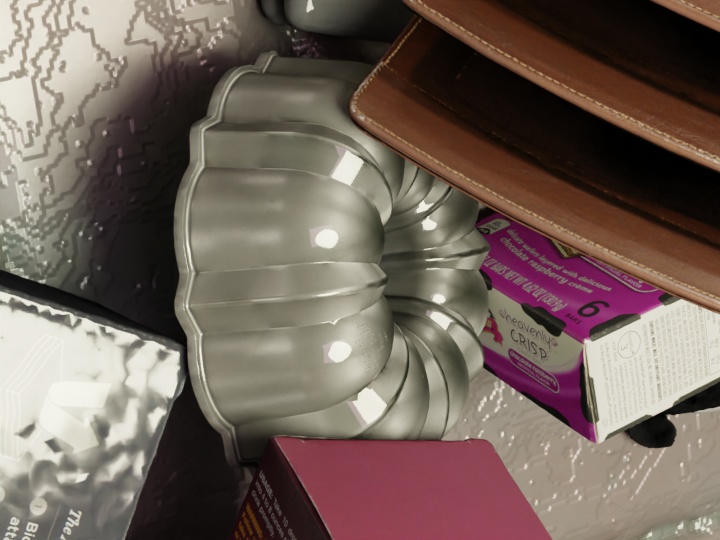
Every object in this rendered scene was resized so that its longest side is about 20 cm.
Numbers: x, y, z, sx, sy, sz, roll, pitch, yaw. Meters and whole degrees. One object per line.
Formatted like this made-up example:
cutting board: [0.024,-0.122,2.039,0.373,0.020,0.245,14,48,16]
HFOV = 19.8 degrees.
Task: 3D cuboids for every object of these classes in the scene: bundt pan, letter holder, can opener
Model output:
bundt pan: [0.000,0.000,0.913,0.202,0.075,0.203,-4,90,-65]
letter holder: [0.112,-0.085,0.848,0.142,0.199,0.101,-55,169,-46]
can opener: [0.047,-0.109,0.989,0.199,0.053,0.067,10,96,-30]

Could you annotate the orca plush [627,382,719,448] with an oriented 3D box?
orca plush: [0.198,0.057,1.093,0.199,0.071,0.106,27,87,-30]

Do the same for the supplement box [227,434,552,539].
supplement box: [-0.009,0.173,0.873,0.110,0.086,0.201,5,123,-30]

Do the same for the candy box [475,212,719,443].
candy box: [0.152,-0.004,1.016,0.199,0.136,0.061,-24,121,-24]

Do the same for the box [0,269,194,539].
box: [-0.204,0.086,0.853,0.199,0.117,0.198,21,89,-29]
